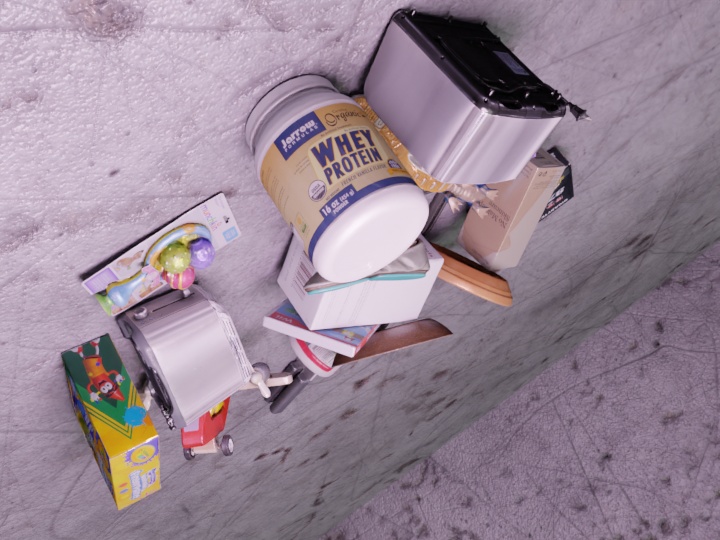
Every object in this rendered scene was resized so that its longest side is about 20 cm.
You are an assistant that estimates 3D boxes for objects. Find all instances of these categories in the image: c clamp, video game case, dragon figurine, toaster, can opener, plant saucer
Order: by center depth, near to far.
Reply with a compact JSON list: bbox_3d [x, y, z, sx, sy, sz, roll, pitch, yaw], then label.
[{"bbox_3d":[0.129,-0.198,0.978,0.180,0.201,0.119,-10,143,-45],"label":"toaster"},{"bbox_3d":[-0.233,0.118,1.137,0.128,0.113,0.202,-30,122,-22],"label":"toaster"},{"bbox_3d":[-0.043,0.065,1.248,0.200,0.141,0.018,-41,147,-66],"label":"video game case"},{"bbox_3d":[0.142,-0.133,1.263,0.198,0.100,0.059,9,117,-37],"label":"dragon figurine"},{"bbox_3d":[0.046,0.110,1.308,0.198,0.037,0.200,-16,174,-2],"label":"plant saucer"},{"bbox_3d":[0.080,-0.094,1.336,0.170,0.027,0.201,-26,154,-32],"label":"c clamp"},{"bbox_3d":[0.167,-0.001,1.393,0.199,0.199,0.038,13,105,-60],"label":"plant saucer"},{"bbox_3d":[-0.108,0.199,1.596,0.066,0.054,0.200,-4,143,-49],"label":"can opener"}]

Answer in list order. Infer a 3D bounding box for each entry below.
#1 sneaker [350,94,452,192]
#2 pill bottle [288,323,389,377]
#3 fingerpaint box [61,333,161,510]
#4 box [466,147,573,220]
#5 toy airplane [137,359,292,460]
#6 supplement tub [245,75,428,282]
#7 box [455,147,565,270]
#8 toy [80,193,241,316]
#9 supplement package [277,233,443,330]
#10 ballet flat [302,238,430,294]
[{"bbox_3d":[0.044,-0.173,1.075,0.075,0.088,0.199,-40,133,23],"label":"sneaker"},{"bbox_3d":[-0.019,0.079,1.414,0.200,0.111,0.110,-41,156,16],"label":"pill bottle"},{"bbox_3d":[-0.345,0.216,1.164,0.073,0.168,0.201,-23,155,-25],"label":"fingerpaint box"},{"bbox_3d":[0.297,-0.123,1.539,0.199,0.046,0.159,-36,156,3],"label":"box"},{"bbox_3d":[-0.231,0.175,1.280,0.199,0.198,0.143,-30,122,-32],"label":"toy airplane"},{"bbox_3d":[-0.031,-0.104,0.933,0.143,0.201,0.145,-28,156,-14],"label":"supplement tub"},{"bbox_3d":[0.245,-0.108,1.381,0.077,0.095,0.202,-9,130,-40],"label":"box"},{"bbox_3d":[-0.236,-0.004,1.043,0.199,0.047,0.115,-31,158,-9],"label":"toy"},{"bbox_3d":[0.000,0.000,1.220,0.198,0.118,0.118,-2,128,-36],"label":"supplement package"},{"bbox_3d":[0.006,-0.011,1.096,0.198,0.065,0.067,-8,177,-35],"label":"ballet flat"}]
